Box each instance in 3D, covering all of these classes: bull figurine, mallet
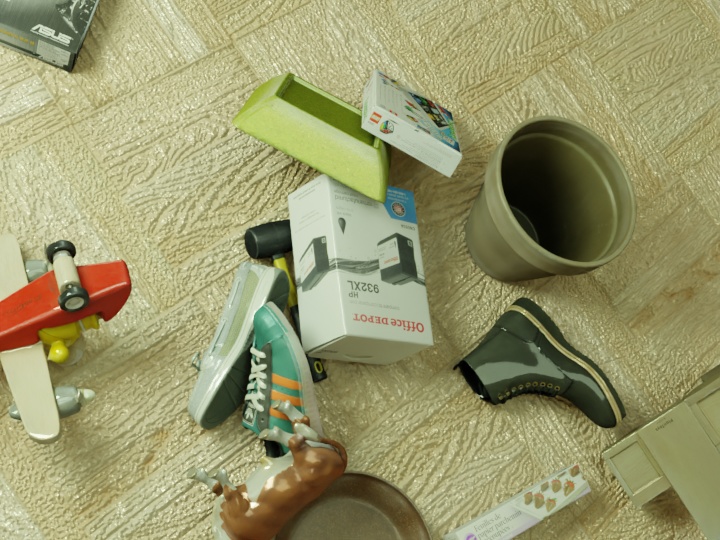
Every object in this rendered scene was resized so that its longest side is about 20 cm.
[{"bbox_3d":[-0.107,0.236,1.137,0.199,0.065,0.122,-40,112,-13],"label":"bull figurine"},{"bbox_3d":[-0.073,0.032,1.291,0.065,0.041,0.202,-23,85,-30],"label":"mallet"}]

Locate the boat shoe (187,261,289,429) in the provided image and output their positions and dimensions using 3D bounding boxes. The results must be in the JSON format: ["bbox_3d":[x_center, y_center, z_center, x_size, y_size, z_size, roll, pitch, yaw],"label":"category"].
[{"bbox_3d":[-0.146,0.083,1.218,0.064,0.075,0.204,15,69,21],"label":"boat shoe"}]

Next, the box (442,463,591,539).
[{"bbox_3d":[0.191,0.293,1.295,0.198,0.041,0.039,-22,79,-29],"label":"box"}]

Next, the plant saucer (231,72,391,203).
[{"bbox_3d":[-0.043,-0.174,1.299,0.198,0.048,0.200,27,20,-7],"label":"plant saucer"}]

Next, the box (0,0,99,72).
[{"bbox_3d":[-0.412,-0.348,1.285,0.198,0.048,0.160,21,64,-14],"label":"box"}]

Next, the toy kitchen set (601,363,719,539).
[{"bbox_3d":[0.445,0.246,1.403,0.199,0.180,0.164,-35,80,10],"label":"toy kitchen set"}]

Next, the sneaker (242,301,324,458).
[{"bbox_3d":[-0.096,0.139,1.184,0.079,0.071,0.203,-19,105,-21],"label":"sneaker"}]

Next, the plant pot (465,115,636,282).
[{"bbox_3d":[0.223,-0.069,1.373,0.197,0.174,0.203,8,67,-19],"label":"plant pot"}]

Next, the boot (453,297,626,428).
[{"bbox_3d":[0.222,0.151,1.352,0.138,0.078,0.200,-38,74,-26],"label":"boot"}]

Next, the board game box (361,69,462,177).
[{"bbox_3d":[0.063,-0.191,1.365,0.125,0.035,0.200,29,21,-10],"label":"board game box"}]

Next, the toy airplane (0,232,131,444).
[{"bbox_3d":[-0.344,0.067,1.118,0.197,0.141,0.202,13,69,25],"label":"toy airplane"}]

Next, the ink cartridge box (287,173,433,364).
[{"bbox_3d":[0.000,0.000,1.282,0.144,0.083,0.203,10,65,-40],"label":"ink cartridge box"}]

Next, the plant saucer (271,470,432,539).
[{"bbox_3d":[-0.011,0.327,1.198,0.198,0.037,0.203,8,68,-20],"label":"plant saucer"}]
